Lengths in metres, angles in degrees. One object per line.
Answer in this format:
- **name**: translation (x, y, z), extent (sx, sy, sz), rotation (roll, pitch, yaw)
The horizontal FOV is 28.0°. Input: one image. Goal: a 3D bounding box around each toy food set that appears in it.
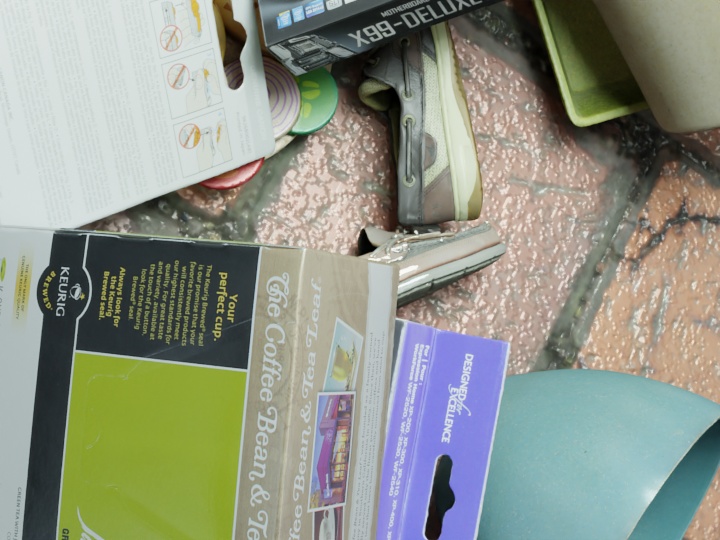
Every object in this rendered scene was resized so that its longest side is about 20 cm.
- **toy food set**: translation (-0.103, -0.154, 0.922), extent (0.198, 0.049, 0.200), rotation (15, 78, -18)

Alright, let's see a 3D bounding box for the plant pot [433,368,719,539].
- **plant pot**: translation (0.126, 0.140, 0.909), extent (0.134, 0.201, 0.200), rotation (32, 70, 23)

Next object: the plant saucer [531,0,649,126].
- **plant saucer**: translation (0.196, -0.216, 1.039), extent (0.198, 0.048, 0.202), rotation (-17, 89, -21)

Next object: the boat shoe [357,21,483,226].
- **boat shoe**: translation (0.030, -0.125, 0.949), extent (0.064, 0.073, 0.202), rotation (-12, 72, -8)

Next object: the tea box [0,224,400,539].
- **tea box**: translation (-0.096, 0.084, 0.777), extent (0.195, 0.133, 0.202), rotation (5, 89, 24)

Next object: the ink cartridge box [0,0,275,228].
- **ink cartridge box**: translation (-0.151, -0.118, 0.838), extent (0.199, 0.050, 0.164), rotation (-25, 118, -34)

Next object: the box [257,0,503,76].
- **box**: translation (0.028, -0.224, 0.862), extent (0.198, 0.050, 0.159), rotation (-17, 69, 17)

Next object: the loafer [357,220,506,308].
- **loafer**: translation (0.000, 0.000, 0.931), extent (0.199, 0.072, 0.063), rotation (-23, 84, -18)

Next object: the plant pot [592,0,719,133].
- **plant pot**: translation (0.226, -0.199, 0.936), extent (0.200, 0.200, 0.185), rotation (-30, 105, -21)

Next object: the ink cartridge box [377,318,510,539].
- **ink cartridge box**: translation (-0.026, 0.120, 0.848), extent (0.198, 0.043, 0.200), rotation (9, 89, 16)
